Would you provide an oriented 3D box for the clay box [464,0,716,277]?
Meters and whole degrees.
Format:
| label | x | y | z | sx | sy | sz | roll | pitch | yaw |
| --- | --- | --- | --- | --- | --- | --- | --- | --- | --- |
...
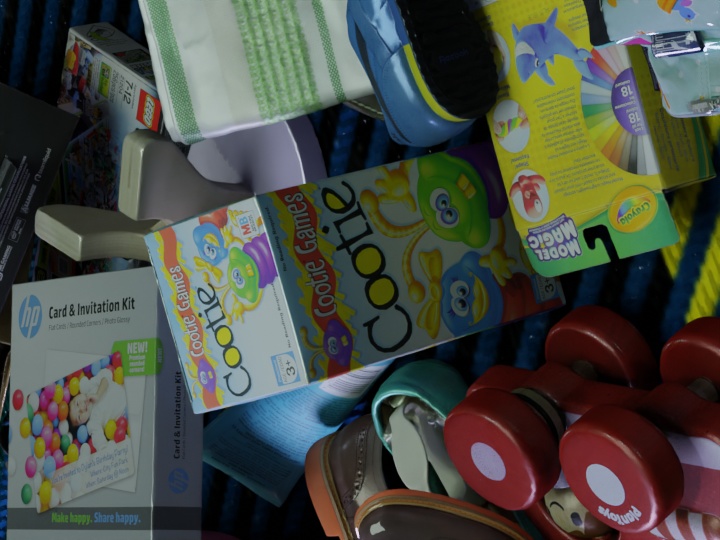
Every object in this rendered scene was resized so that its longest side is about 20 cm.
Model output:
| label | x | y | z | sx | sy | sz | roll | pitch | yaw |
| --- | --- | --- | --- | --- | --- | --- | --- | --- | --- |
| clay box | 0.116 | -0.104 | 1.234 | 0.115 | 0.048 | 0.201 | -15 | 90 | 50 |

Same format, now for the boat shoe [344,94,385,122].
| label | x | y | z | sx | sy | sz | roll | pitch | yaw |
| --- | --- | --- | --- | --- | --- | --- | --- | --- | --- |
| boat shoe | -0.029 | -0.143 | 1.372 | 0.202 | 0.060 | 0.072 | 41 | 129 | 32 |

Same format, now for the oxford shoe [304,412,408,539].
| label | x | y | z | sx | sy | sz | roll | pitch | yaw |
| --- | --- | --- | --- | --- | --- | --- | --- | --- | --- |
| oxford shoe | 0.035 | 0.180 | 1.393 | 0.073 | 0.071 | 0.200 | -35 | 77 | 38 |

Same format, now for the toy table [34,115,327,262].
| label | x | y | z | sx | sy | sz | roll | pitch | yaw |
| --- | --- | --- | --- | --- | --- | --- | --- | --- | --- |
| toy table | -0.105 | -0.012 | 1.453 | 0.184 | 0.117 | 0.201 | 16 | 114 | 44 |

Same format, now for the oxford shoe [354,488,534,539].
| label | x | y | z | sx | sy | sz | roll | pitch | yaw |
| --- | --- | --- | --- | --- | --- | --- | --- | --- | --- |
| oxford shoe | 0.079 | 0.194 | 1.277 | 0.200 | 0.073 | 0.071 | 35 | 122 | -6 |

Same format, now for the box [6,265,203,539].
| label | x | y | z | sx | sy | sz | roll | pitch | yaw |
| --- | --- | --- | --- | --- | --- | --- | --- | --- | --- |
| box | -0.153 | 0.103 | 1.384 | 0.156 | 0.041 | 0.201 | -6 | 80 | 49 |

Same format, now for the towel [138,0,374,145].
| label | x | y | z | sx | sy | sz | roll | pitch | yaw |
| --- | --- | --- | --- | --- | --- | --- | --- | --- | --- |
| towel | -0.030 | -0.165 | 1.321 | 0.199 | 0.031 | 0.150 | -14 | 89 | 16 |

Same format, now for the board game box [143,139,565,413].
| label | x | y | z | sx | sy | sz | roll | pitch | yaw |
| --- | --- | --- | --- | --- | --- | --- | --- | --- | --- |
| board game box | 0.000 | 0.000 | 1.278 | 0.103 | 0.200 | 0.105 | -17 | 89 | 49 |

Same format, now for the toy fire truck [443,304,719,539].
| label | x | y | z | sx | sy | sz | roll | pitch | yaw |
| --- | --- | --- | --- | --- | --- | --- | --- | --- | --- |
| toy fire truck | 0.146 | 0.119 | 1.236 | 0.200 | 0.112 | 0.168 | 6 | 124 | 47 |

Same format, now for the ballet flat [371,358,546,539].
| label | x | y | z | sx | sy | sz | roll | pitch | yaw |
| --- | --- | --- | --- | --- | --- | --- | --- | --- | --- |
| ballet flat | 0.067 | 0.141 | 1.344 | 0.200 | 0.070 | 0.067 | 56 | 135 | 19 |

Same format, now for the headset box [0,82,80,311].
| label | x | y | z | sx | sy | sz | roll | pitch | yaw |
| --- | --- | --- | --- | --- | --- | --- | --- | --- | --- |
| headset box | -0.261 | -0.047 | 1.545 | 0.149 | 0.077 | 0.200 | -69 | 19 | -6 |

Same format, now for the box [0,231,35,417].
| label | x | y | z | sx | sy | sz | roll | pitch | yaw |
| --- | --- | --- | --- | --- | --- | --- | --- | --- | --- |
| box | -0.250 | 0.056 | 1.608 | 0.200 | 0.021 | 0.164 | -90 | 15 | -57 |

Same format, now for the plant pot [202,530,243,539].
| label | x | y | z | sx | sy | sz | roll | pitch | yaw |
| --- | --- | --- | --- | --- | --- | --- | --- | --- | --- |
| plant pot | -0.138 | 0.251 | 1.527 | 0.179 | 0.200 | 0.201 | 26 | 121 | 59 |

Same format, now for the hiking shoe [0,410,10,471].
| label | x | y | z | sx | sy | sz | roll | pitch | yaw |
| --- | --- | --- | --- | --- | --- | --- | --- | --- | --- |
| hiking shoe | -0.198 | 0.103 | 1.556 | 0.075 | 0.087 | 0.200 | 59 | 166 | 14 |

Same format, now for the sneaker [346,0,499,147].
| label | x | y | z | sx | sy | sz | roll | pitch | yaw |
| --- | --- | --- | --- | --- | --- | --- | --- | --- | --- |
| sneaker | 0.011 | -0.164 | 1.254 | 0.078 | 0.066 | 0.201 | -19 | 86 | 54 |

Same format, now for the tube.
| label | x | y | z | sx | sy | sz | roll | pitch | yaw |
| --- | --- | --- | --- | --- | --- | --- | --- | --- | --- |
| tube | -0.039 | 0.083 | 1.454 | 0.077 | 0.050 | 0.200 | 35 | 134 | -7 |

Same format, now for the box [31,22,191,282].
| label | x | y | z | sx | sy | sz | roll | pitch | yaw |
| --- | --- | --- | --- | --- | --- | --- | --- | --- | --- |
| box | -0.165 | -0.054 | 1.566 | 0.110 | 0.035 | 0.200 | 34 | 125 | 36 |

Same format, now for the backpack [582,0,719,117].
| label | x | y | z | sx | sy | sz | roll | pitch | yaw |
| --- | --- | --- | --- | --- | --- | --- | --- | --- | --- |
| backpack | 0.206 | -0.159 | 1.030 | 0.200 | 0.176 | 0.154 | -11 | 110 | 47 |
